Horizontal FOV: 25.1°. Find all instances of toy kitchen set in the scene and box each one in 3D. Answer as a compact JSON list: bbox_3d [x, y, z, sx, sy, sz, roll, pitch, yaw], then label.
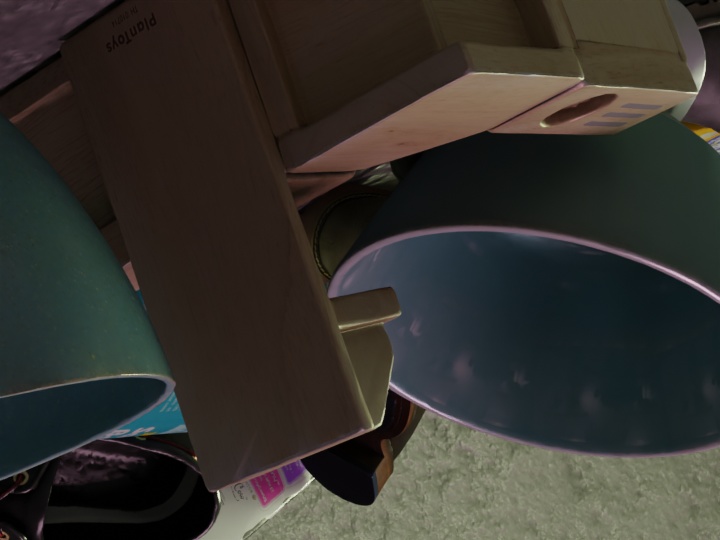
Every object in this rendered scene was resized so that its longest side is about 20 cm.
[{"bbox_3d":[0.006,-0.024,0.595,0.199,0.164,0.180,-25,169,34],"label":"toy kitchen set"}]

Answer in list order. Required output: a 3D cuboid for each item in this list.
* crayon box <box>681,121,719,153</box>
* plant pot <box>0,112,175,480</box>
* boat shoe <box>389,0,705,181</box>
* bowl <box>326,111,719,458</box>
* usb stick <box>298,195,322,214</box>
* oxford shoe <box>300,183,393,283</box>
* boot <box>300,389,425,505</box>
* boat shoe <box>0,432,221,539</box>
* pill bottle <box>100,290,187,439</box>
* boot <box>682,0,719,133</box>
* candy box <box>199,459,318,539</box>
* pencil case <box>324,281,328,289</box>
[{"bbox_3d":[0.169,-0.085,0.940,0.199,0.052,0.126,-14,169,-30],"label":"crayon box"},{"bbox_3d":[-0.169,0.002,0.468,0.199,0.136,0.200,-19,170,-3],"label":"plant pot"},{"bbox_3d":[0.084,-0.072,0.772,0.062,0.072,0.200,-15,173,-31],"label":"boat shoe"},{"bbox_3d":[0.093,-0.007,0.718,0.199,0.106,0.201,13,153,7],"label":"bowl"},{"bbox_3d":[-0.030,-0.052,0.776,0.055,0.033,0.200,-6,166,-30],"label":"usb stick"},{"bbox_3d":[0.065,-0.007,0.862,0.199,0.071,0.074,-3,-165,-33],"label":"oxford shoe"},{"bbox_3d":[0.014,0.044,0.874,0.097,0.074,0.200,-54,169,-28],"label":"boot"},{"bbox_3d":[-0.162,0.095,0.766,0.200,0.074,0.063,7,-161,-28],"label":"boat shoe"},{"bbox_3d":[-0.109,0.021,0.742,0.110,0.111,0.199,-25,164,33],"label":"pill bottle"},{"bbox_3d":[0.218,-0.040,0.829,0.181,0.201,0.072,-14,169,-33],"label":"boot"},{"bbox_3d":[-0.114,0.124,0.965,0.167,0.072,0.200,-21,-171,38],"label":"candy box"},{"bbox_3d":[0.000,0.000,0.951,0.091,0.084,0.200,-34,168,34],"label":"pencil case"}]
